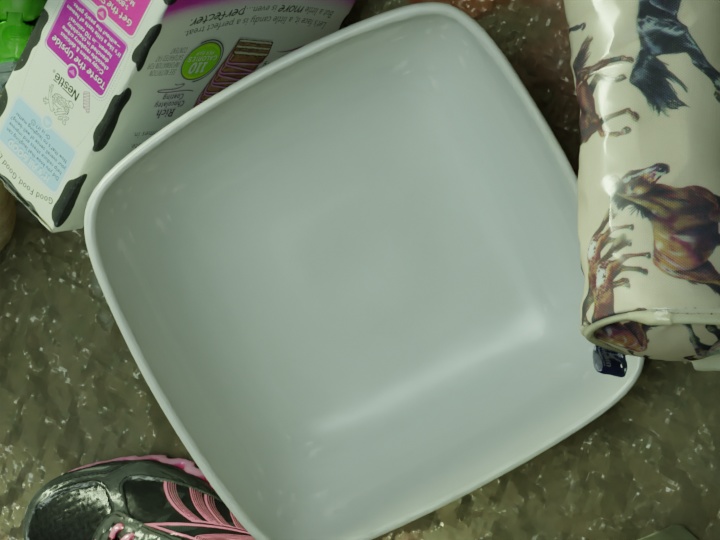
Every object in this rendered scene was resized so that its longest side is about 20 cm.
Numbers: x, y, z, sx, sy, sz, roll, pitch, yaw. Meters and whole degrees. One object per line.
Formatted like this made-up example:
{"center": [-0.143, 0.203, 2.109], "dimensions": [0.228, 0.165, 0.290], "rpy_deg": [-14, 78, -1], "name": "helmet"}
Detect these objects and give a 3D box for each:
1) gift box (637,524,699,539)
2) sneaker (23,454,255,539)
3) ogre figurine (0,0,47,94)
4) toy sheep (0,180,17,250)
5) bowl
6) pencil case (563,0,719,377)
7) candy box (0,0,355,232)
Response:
{"center": [0.112, 0.237, 1.202], "dimensions": [0.184, 0.187, 0.200], "rpy_deg": [35, 106, 20], "name": "gift box"}
{"center": [-0.077, 0.139, 1.338], "dimensions": [0.199, 0.095, 0.079], "rpy_deg": [16, 101, 25], "name": "sneaker"}
{"center": [-0.146, -0.152, 1.321], "dimensions": [0.200, 0.098, 0.120], "rpy_deg": [-127, 40, -54], "name": "ogre figurine"}
{"center": [-0.243, -0.041, 1.389], "dimensions": [0.199, 0.138, 0.138], "rpy_deg": [14, 99, 29], "name": "toy sheep"}
{"center": [0.000, 0.000, 1.266], "dimensions": [0.199, 0.075, 0.200], "rpy_deg": [-28, 101, 3], "name": "bowl"}
{"center": [0.124, -0.059, 1.211], "dimensions": [0.077, 0.089, 0.201], "rpy_deg": [-5, 71, 9], "name": "pencil case"}
{"center": [-0.067, -0.117, 1.277], "dimensions": [0.061, 0.136, 0.200], "rpy_deg": [42, 118, 25], "name": "candy box"}
